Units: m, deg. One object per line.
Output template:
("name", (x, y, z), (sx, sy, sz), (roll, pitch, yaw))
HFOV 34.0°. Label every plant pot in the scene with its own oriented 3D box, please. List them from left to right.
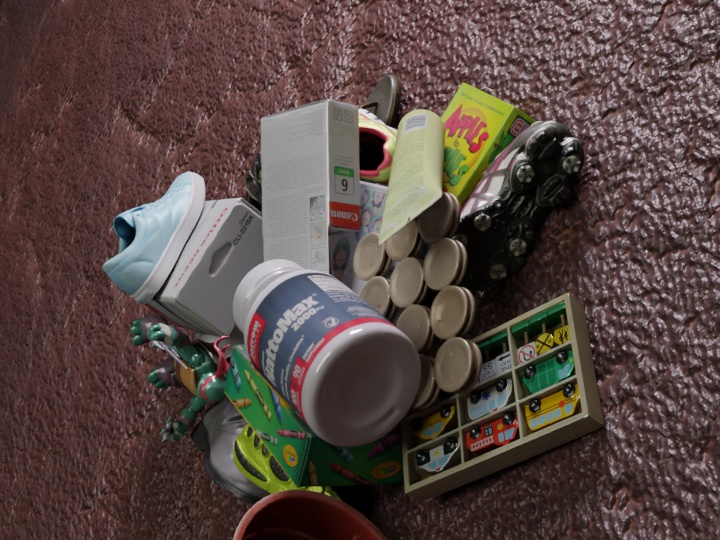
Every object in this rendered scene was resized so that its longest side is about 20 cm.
("plant pot", (-0.080, 0.335, 1.061), (0.195, 0.200, 0.202), (-46, 37, 34))

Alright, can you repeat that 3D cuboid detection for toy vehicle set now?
("toy vehicle set", (0.120, 0.116, 1.062), (0.199, 0.026, 0.125), (-30, 46, 31))

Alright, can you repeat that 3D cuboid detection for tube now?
("tube", (0.053, -0.093, 1.139), (0.200, 0.051, 0.058), (-79, -4, -60))

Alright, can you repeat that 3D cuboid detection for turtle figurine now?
("turtle figurine", (-0.204, 0.121, 1.361), (0.200, 0.100, 0.151), (28, 122, 60))

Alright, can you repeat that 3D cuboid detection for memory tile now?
("memory tile", (0.051, 0.035, 1.117), (0.153, 0.017, 0.201), (-32, 53, 43))

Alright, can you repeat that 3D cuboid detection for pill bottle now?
("pill bottle", (-0.042, 0.068, 1.114), (0.120, 0.119, 0.200), (-59, 38, 5))

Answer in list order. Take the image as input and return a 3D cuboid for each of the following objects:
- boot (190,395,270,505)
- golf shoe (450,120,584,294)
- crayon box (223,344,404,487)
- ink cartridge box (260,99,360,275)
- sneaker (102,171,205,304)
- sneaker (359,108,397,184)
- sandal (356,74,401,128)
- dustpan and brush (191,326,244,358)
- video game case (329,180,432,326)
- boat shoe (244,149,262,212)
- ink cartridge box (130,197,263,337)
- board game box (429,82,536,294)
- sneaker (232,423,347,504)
("boot", (-0.119, 0.170, 1.313), (0.132, 0.070, 0.200), (-57, 35, 4))
("golf shoe", (0.138, -0.059, 1.149), (0.200, 0.077, 0.088), (-49, 17, 13))
("crayon box", (-0.045, 0.142, 1.183), (0.200, 0.118, 0.059), (39, 120, 55))
("ink cartridge box", (-0.053, -0.072, 1.256), (0.109, 0.050, 0.202), (-7, 82, 44))
("sneaker", (-0.248, -0.059, 1.410), (0.074, 0.082, 0.201), (-33, 29, 40))
("sneaker", (-0.010, -0.143, 1.316), (0.199, 0.090, 0.079), (18, 100, 39))
("sandal", (-0.023, -0.156, 1.418), (0.200, 0.054, 0.082), (-43, 39, 26))
("dustpan and brush", (-0.117, 0.042, 1.419), (0.200, 0.057, 0.140), (-23, 38, 51))
("video game case", (0.000, 0.000, 1.236), (0.200, 0.024, 0.183), (19, 93, 57))
("boat shoe", (-0.104, -0.103, 1.400), (0.074, 0.064, 0.200), (61, 159, 23))
("ink cartridge box", (-0.185, -0.005, 1.429), (0.145, 0.084, 0.200), (-59, 21, -13))
("board game box", (0.094, -0.087, 1.227), (0.201, 0.047, 0.102), (-59, 35, 6))
("sneaker", (-0.048, 0.223, 1.182), (0.200, 0.083, 0.074), (47, 110, 34))
